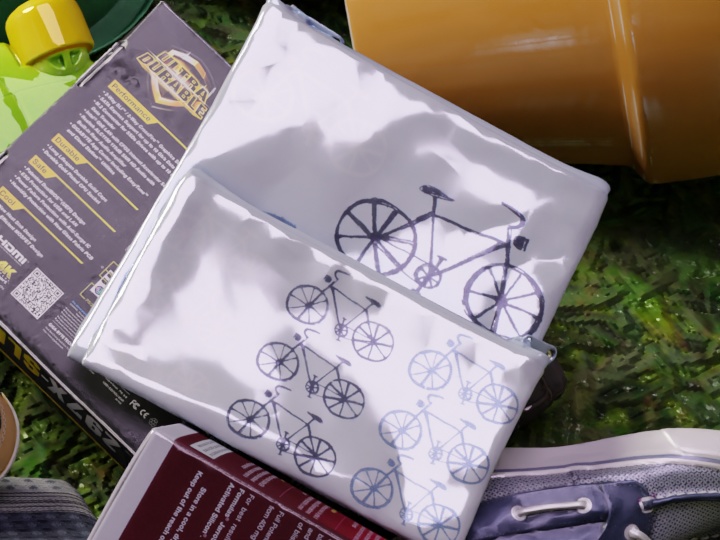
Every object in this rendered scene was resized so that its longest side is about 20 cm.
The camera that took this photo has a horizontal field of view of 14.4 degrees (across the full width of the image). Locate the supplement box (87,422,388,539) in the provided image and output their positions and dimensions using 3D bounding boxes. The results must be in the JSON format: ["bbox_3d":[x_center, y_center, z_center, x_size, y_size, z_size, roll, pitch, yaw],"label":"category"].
[{"bbox_3d":[-0.007,0.136,1.165,0.200,0.109,0.061,29,90,4],"label":"supplement box"}]

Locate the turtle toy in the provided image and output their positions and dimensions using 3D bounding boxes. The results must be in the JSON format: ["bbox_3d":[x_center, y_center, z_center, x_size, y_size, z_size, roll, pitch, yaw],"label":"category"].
[{"bbox_3d":[-0.149,-0.049,1.359,0.200,0.101,0.146,-18,79,-21],"label":"turtle toy"}]

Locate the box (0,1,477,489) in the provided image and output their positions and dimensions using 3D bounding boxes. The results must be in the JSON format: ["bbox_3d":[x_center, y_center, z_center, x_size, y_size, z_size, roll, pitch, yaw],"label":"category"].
[{"bbox_3d":[-0.075,0.005,1.270,0.200,0.049,0.160,43,73,3],"label":"box"}]

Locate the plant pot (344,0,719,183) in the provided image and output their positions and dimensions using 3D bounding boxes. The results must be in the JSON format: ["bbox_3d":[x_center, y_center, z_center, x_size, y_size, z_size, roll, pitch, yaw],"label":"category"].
[{"bbox_3d":[0.088,-0.132,1.424,0.183,0.200,0.200,-10,49,5],"label":"plant pot"}]

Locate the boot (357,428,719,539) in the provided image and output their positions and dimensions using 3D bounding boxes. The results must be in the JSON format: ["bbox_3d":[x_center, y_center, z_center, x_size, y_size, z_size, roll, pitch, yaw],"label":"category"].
[{"bbox_3d":[0.099,0.127,1.267,0.200,0.073,0.090,-4,56,0],"label":"boot"}]

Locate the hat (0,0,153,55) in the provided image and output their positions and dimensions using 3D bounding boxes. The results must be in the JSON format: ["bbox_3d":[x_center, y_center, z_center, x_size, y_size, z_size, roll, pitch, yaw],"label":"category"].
[{"bbox_3d":[-0.181,-0.213,1.452,0.166,0.176,0.200,11,48,2],"label":"hat"}]

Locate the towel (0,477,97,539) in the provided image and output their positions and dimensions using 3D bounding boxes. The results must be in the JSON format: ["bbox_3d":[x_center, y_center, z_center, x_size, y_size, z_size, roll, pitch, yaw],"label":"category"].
[{"bbox_3d":[-0.195,0.125,1.173,0.200,0.035,0.193,3,13,-18],"label":"towel"}]

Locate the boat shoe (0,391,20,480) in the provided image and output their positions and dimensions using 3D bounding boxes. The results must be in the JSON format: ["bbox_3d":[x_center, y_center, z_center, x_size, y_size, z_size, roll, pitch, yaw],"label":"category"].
[{"bbox_3d":[-0.244,0.051,1.215,0.200,0.062,0.075,11,70,6],"label":"boat shoe"}]

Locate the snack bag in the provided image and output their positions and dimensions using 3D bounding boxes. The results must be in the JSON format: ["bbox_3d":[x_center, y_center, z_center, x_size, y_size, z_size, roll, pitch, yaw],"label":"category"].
[{"bbox_3d":[0.000,0.000,1.245,0.188,0.021,0.200,29,69,-2],"label":"snack bag"}]

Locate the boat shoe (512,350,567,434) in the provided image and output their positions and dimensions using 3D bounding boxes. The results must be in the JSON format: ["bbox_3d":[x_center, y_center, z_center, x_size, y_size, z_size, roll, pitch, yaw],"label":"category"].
[{"bbox_3d":[0.016,0.001,1.361,0.061,0.072,0.201,-29,66,-26],"label":"boat shoe"}]
